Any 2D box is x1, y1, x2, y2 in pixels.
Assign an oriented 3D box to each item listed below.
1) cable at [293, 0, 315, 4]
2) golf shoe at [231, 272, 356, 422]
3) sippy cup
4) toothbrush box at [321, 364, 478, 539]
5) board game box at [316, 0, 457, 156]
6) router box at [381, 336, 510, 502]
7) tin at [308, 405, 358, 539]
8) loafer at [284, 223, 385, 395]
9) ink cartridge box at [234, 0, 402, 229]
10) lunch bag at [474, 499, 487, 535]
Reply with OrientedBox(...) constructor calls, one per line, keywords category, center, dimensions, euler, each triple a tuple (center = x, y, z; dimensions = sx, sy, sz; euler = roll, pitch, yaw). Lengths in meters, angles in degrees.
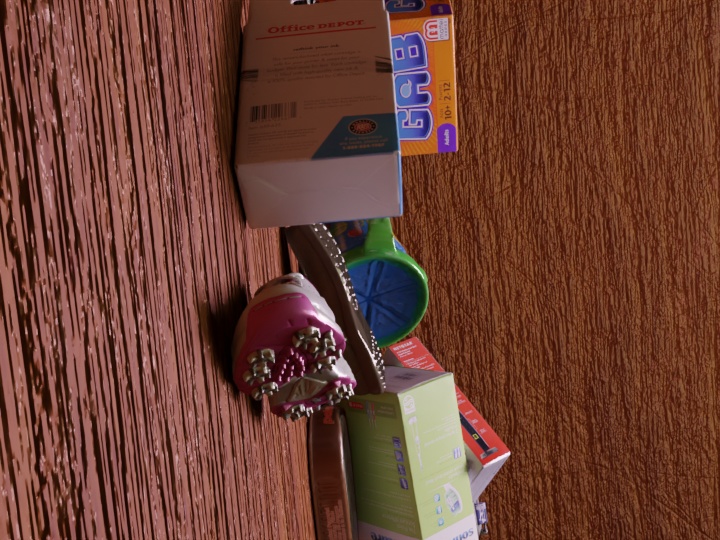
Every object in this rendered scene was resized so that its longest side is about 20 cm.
OrientedBox(category="cable", center=(-0.056, -0.318, 1.131), dimensions=(0.097, 0.050, 0.203), euler=(81, 4, -82))
OrientedBox(category="golf shoe", center=(-0.052, 0.038, 0.637), dimensions=(0.200, 0.075, 0.092), euler=(84, -13, -70))
OrientedBox(category="sippy cup", center=(0.000, 0.000, 1.126), dimensions=(0.139, 0.178, 0.131), euler=(34, 22, -31))
OrientedBox(category="toothbrush box", center=(0.041, 0.214, 1.074), dimensions=(0.145, 0.085, 0.202), euler=(-1, -80, 52))
OrientedBox(category="board game box", center=(0.031, -0.297, 1.387), dimensions=(0.201, 0.197, 0.202), euler=(-91, 175, -55))
OrientedBox(category="router box", center=(0.066, 0.213, 1.152), dimensions=(0.180, 0.049, 0.201), euler=(51, -45, 26))
OrientedBox(category="tin", center=(-0.026, 0.239, 1.019), dimensions=(0.112, 0.041, 0.202), euler=(-72, 158, -72))
OrientedBox(category="loafer", center=(-0.034, 0.041, 0.931), dimensions=(0.076, 0.067, 0.202), euler=(-97, 166, -71))
OrientedBox(category="ink cartridge box", center=(-0.030, -0.130, 0.733), dimensions=(0.067, 0.114, 0.202), euler=(82, 5, -50))
OrientedBox(category="lunch bag", center=(0.083, 0.326, 1.450), dimensions=(0.140, 0.197, 0.170), euler=(78, 7, -65))
